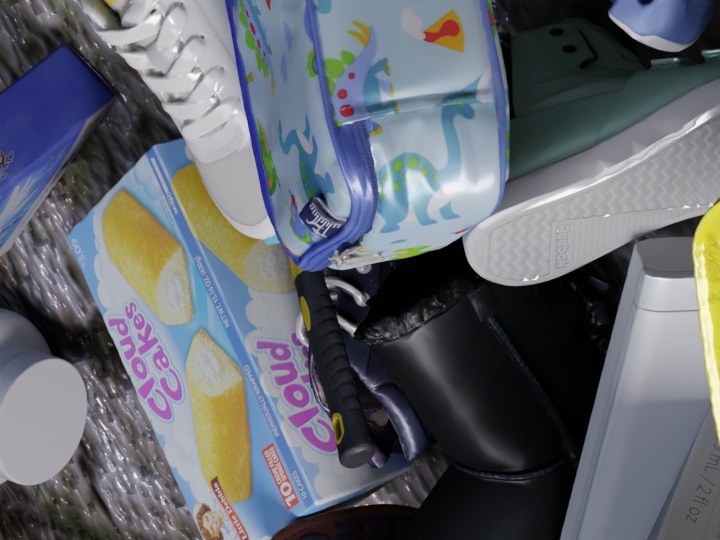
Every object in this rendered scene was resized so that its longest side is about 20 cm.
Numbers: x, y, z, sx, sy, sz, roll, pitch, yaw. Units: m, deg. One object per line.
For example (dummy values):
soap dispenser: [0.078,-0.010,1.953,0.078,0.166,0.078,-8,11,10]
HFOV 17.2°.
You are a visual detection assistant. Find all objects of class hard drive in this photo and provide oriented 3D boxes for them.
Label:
hard drive: [0.166,0.066,1.041,0.027,0.131,0.201,-105,17,-45]

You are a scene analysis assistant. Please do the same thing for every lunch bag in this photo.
lunch bag: [-0.005,-0.102,0.954,0.161,0.082,0.201,150,109,-77]

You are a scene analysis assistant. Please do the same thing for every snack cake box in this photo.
snack cake box: [-0.065,0.040,1.224,0.115,0.067,0.201,-39,73,50]

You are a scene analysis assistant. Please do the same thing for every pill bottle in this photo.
pill bottle: [-0.264,0.066,1.438,0.199,0.112,0.113,14,129,35]

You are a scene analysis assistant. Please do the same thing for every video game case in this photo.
video game case: [-0.236,-0.013,1.280,0.045,0.200,0.181,44,141,1]

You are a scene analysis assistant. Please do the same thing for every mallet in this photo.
mallet: [-0.021,-0.009,1.070,0.066,0.041,0.201,-58,42,42]

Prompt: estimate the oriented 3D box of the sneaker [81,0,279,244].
sneaker: [-0.077,-0.104,1.046,0.076,0.081,0.201,-28,81,40]

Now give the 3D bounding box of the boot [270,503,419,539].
boot: [0.033,0.168,1.209,0.199,0.075,0.097,8,155,-20]

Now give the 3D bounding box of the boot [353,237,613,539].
boot: [0.046,0.077,1.100,0.073,0.198,0.163,24,148,56]

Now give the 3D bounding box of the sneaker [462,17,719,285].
sneaker: [0.129,-0.079,0.989,0.200,0.119,0.074,-19,137,14]

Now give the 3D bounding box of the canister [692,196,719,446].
canister: [0.211,-0.012,0.865,0.086,0.200,0.149,12,128,36]

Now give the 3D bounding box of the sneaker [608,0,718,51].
sneaker: [0.107,-0.197,0.923,0.115,0.080,0.200,-39,84,37]

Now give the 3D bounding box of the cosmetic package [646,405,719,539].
cosmetic package: [0.191,0.190,0.958,0.199,0.200,0.123,24,131,7]

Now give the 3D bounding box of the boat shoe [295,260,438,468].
boat shoe: [0.000,0.000,1.154,0.075,0.093,0.200,-22,103,50]
